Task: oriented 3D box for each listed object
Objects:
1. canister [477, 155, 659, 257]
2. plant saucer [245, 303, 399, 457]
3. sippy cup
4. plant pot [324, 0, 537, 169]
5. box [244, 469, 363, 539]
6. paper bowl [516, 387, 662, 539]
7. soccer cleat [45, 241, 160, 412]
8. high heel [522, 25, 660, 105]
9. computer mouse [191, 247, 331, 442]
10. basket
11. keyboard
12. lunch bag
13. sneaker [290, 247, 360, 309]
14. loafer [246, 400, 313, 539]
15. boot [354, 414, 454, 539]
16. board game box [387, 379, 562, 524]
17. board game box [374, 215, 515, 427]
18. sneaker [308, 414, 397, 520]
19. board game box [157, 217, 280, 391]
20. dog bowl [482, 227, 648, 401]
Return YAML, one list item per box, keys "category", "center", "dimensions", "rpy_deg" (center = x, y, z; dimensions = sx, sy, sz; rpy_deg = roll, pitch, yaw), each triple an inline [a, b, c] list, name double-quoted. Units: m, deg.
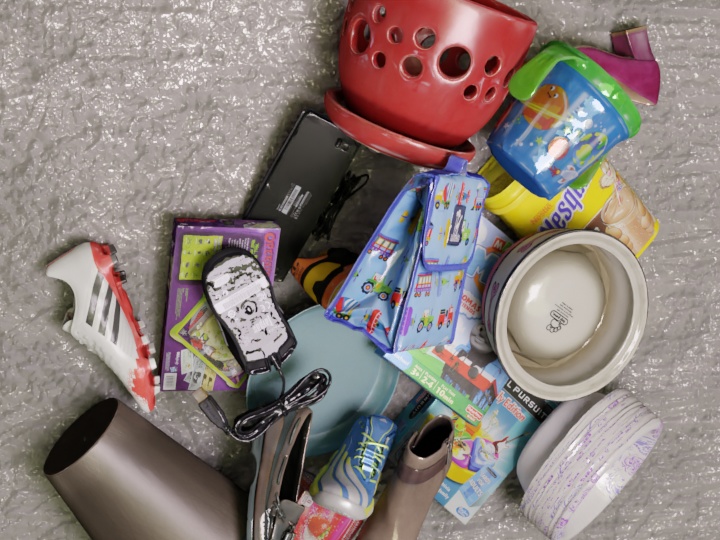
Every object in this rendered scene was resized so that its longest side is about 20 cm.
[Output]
- category: "canister"
  center: [0.247, -0.077, 1.638]
  dimensions: [0.149, 0.086, 0.200]
  rpy_deg: [-47, 116, -2]
- category: "plant saucer"
  center: [-0.046, 0.123, 1.603]
  dimensions: [0.198, 0.027, 0.203]
  rpy_deg: [-12, 118, -24]
- category: "sippy cup"
  center: [0.210, -0.153, 1.483]
  dimensions: [0.178, 0.140, 0.131]
  rpy_deg: [43, 88, -18]
- category: "plant pot"
  center: [0.068, -0.218, 1.476]
  dimensions: [0.198, 0.201, 0.185]
  rpy_deg: [13, 109, -22]
- category: "box"
  center: [-0.100, 0.335, 1.619]
  dimensions: [0.099, 0.095, 0.201]
  rpy_deg: [33, 92, -32]
- category: "paper bowl"
  center: [0.269, 0.229, 1.692]
  dimensions: [0.200, 0.104, 0.201]
  rpy_deg: [-41, 157, -21]
- category: "soccer cleat"
  center: [-0.278, 0.067, 1.503]
  dimensions: [0.084, 0.069, 0.202]
  rpy_deg: [-19, 108, -4]
- category: "high heel"
  center: [0.265, -0.218, 1.615]
  dimensions: [0.198, 0.067, 0.097]
  rpy_deg: [-20, 101, -28]
- category: "computer mouse"
  center: [-0.135, 0.084, 1.506]
  dimensions: [0.140, 0.046, 0.201]
  rpy_deg: [-35, 103, -12]
- category: "basket"
  center: [-0.242, 0.249, 1.531]
  dimensions: [0.180, 0.136, 0.200]
  rpy_deg: [-40, 111, 0]
- category: "keyboard"
  center: [-0.067, -0.079, 1.548]
  dimensions: [0.103, 0.040, 0.201]
  rpy_deg: [27, 108, -15]
- category: "lunch bag"
  center: [0.065, -0.026, 1.441]
  dimensions: [0.150, 0.093, 0.202]
  rpy_deg: [-4, 117, -62]
- category: "sneaker"
  center: [0.000, 0.000, 1.557]
  dimensions: [0.199, 0.090, 0.071]
  rpy_deg: [-11, 133, -59]
- category: "loafer"
  center: [-0.088, 0.245, 1.525]
  dimensions: [0.062, 0.072, 0.203]
  rpy_deg: [-1, 79, 14]
- category: "boot"
  center: [0.049, 0.259, 1.570]
  dimensions: [0.069, 0.200, 0.148]
  rpy_deg: [23, 128, 10]
- category: "board game box"
  center: [0.138, 0.187, 1.694]
  dimensions: [0.151, 0.047, 0.200]
  rpy_deg: [42, 89, -25]
- category: "board game box"
  center: [0.132, 0.057, 1.615]
  dimensions: [0.151, 0.037, 0.201]
  rpy_deg: [37, 83, -19]
- category: "sneaker"
  center: [-0.005, 0.214, 1.565]
  dimensions: [0.075, 0.200, 0.106]
  rpy_deg: [21, 93, 2]
- category: "board game box"
  center: [-0.159, 0.040, 1.541]
  dimensions: [0.118, 0.032, 0.203]
  rpy_deg: [3, 112, -16]
- category: "dog bowl"
  center: [0.227, 0.043, 1.579]
  dimensions: [0.197, 0.074, 0.203]
  rpy_deg: [-7, 108, -20]
